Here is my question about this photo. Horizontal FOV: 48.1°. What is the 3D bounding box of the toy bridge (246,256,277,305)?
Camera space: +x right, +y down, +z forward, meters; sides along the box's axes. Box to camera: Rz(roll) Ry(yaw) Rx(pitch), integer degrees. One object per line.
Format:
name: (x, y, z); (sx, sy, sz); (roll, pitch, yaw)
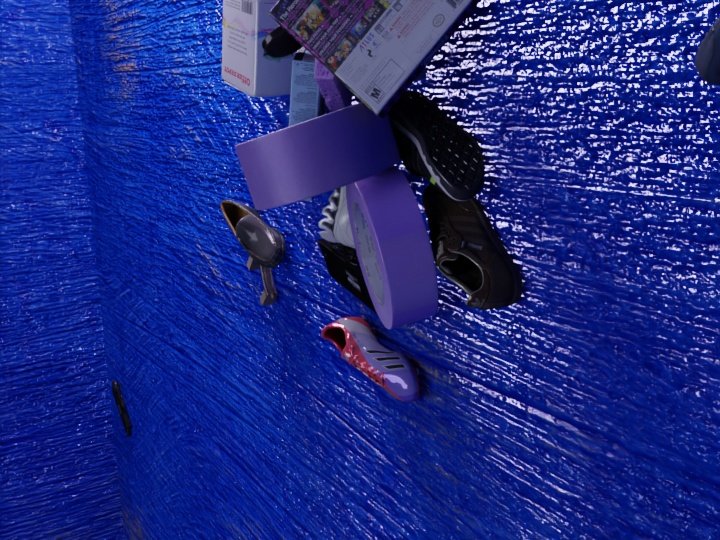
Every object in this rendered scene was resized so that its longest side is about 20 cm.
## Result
toy bridge: (-0.203, -0.027, 1.574); (0.202, 0.027, 0.068); (63, 145, 30)

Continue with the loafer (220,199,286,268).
loafer: (-0.205, -0.069, 1.502); (0.073, 0.072, 0.200); (-54, 43, 3)

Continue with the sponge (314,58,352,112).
sponge: (-0.034, -0.279, 1.090); (0.200, 0.029, 0.114); (55, -145, -82)

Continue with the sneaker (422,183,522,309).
sneaker: (0.117, -0.037, 0.972); (0.201, 0.074, 0.071); (56, 142, 35)

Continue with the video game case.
video game case: (0.022, -0.310, 0.920); (0.181, 0.036, 0.201); (42, 97, 9)

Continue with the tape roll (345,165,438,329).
tape roll: (0.038, -0.030, 1.050); (0.200, 0.064, 0.204); (165, 91, -82)

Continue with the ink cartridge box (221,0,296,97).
ink cartridge box: (-0.169, -0.408, 1.353); (0.144, 0.083, 0.204); (36, 128, 51)

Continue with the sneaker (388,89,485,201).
sneaker: (0.094, -0.145, 1.009); (0.084, 0.070, 0.202); (90, 158, -49)

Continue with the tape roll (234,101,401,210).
tape roll: (-0.053, -0.148, 1.015); (0.199, 0.198, 0.087); (1, 113, 59)

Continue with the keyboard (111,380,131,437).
keyboard: (-0.832, 0.467, 2.807); (0.201, 0.020, 0.128); (57, 148, 34)

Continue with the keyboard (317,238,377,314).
keyboard: (0.000, 0.000, 1.241); (0.199, 0.039, 0.105); (37, 151, 49)

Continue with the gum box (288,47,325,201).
gum box: (-0.075, -0.231, 1.190); (0.171, 0.044, 0.204); (-84, 0, -61)

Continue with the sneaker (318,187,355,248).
sneaker: (-0.003, -0.128, 1.174); (0.080, 0.075, 0.204); (26, 120, 32)

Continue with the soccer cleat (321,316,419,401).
soccer cleat: (0.015, 0.134, 1.195); (0.200, 0.075, 0.068); (44, 134, 46)

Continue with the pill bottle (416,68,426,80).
pill bottle: (0.028, -0.342, 1.004); (0.112, 0.111, 0.204); (23, 118, 55)

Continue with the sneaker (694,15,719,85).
sneaker: (0.326, -0.186, 0.575); (0.200, 0.069, 0.083); (-53, 51, 53)

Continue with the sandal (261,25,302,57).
sandal: (-0.062, -0.358, 1.083); (0.045, 0.200, 0.075); (45, 165, 4)
